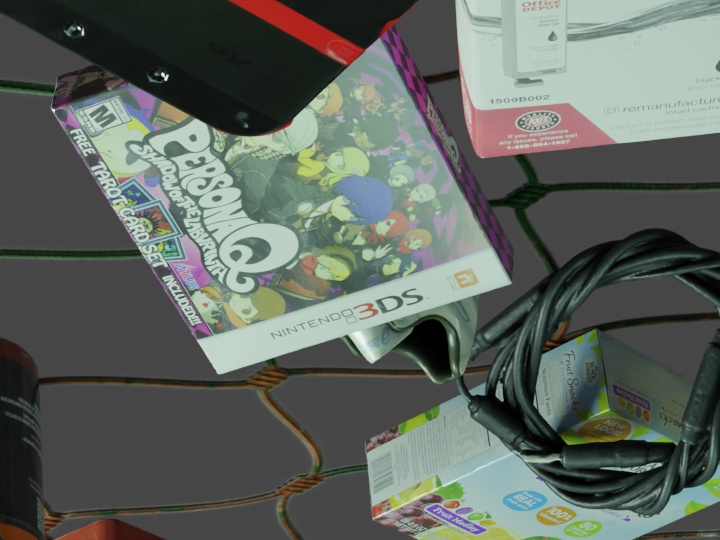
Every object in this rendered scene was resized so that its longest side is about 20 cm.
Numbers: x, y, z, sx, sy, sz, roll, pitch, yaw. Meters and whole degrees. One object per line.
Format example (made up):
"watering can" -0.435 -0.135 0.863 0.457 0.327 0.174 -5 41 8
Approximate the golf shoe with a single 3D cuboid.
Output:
"golf shoe" 0.000 0.000 1.551 0.200 0.097 0.078 24 140 -38

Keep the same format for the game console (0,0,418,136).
"game console" -0.081 -0.151 1.306 0.200 0.031 0.177 27 135 -22

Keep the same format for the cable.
"cable" 0.166 0.063 1.659 0.200 0.051 0.163 -38 95 24

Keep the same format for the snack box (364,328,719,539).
"snack box" 0.132 0.129 1.820 0.200 0.068 0.169 -30 142 31

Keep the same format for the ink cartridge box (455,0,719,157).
"ink cartridge box" 0.119 -0.148 1.333 0.146 0.083 0.200 -6 150 1

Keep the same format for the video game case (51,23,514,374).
"video game case" -0.039 -0.047 1.451 0.181 0.036 0.200 -17 125 17

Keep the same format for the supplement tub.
"supplement tub" -0.244 0.143 1.645 0.107 0.200 0.107 -4 149 -3

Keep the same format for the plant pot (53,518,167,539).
"plant pot" -0.184 0.316 1.972 0.200 0.176 0.200 -26 144 29
